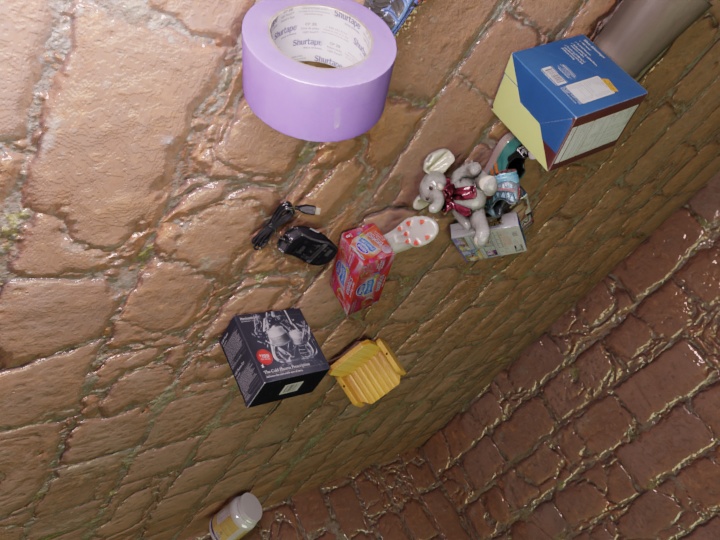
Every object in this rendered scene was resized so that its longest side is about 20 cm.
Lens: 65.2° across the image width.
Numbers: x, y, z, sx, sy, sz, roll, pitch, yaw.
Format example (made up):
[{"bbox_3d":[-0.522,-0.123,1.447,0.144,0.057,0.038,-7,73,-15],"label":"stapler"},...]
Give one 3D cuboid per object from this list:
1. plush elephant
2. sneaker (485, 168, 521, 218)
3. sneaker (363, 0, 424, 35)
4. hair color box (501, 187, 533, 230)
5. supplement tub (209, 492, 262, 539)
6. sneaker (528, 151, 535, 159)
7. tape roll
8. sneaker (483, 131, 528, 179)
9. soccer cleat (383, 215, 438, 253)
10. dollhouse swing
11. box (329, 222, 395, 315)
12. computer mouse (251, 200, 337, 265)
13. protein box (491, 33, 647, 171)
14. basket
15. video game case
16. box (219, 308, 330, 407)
[{"bbox_3d":[0.196,-0.170,1.230,0.150,0.203,0.167,-5,134,-5],"label":"plush elephant"},{"bbox_3d":[0.292,-0.165,1.331,0.078,0.098,0.198,-17,179,-36],"label":"sneaker"},{"bbox_3d":[0.077,-0.404,0.803,0.078,0.076,0.200,-1,140,-51],"label":"sneaker"},{"bbox_3d":[0.419,-0.161,1.572,0.099,0.061,0.200,-37,152,7],"label":"hair color box"},{"bbox_3d":[-0.522,1.045,2.365,0.199,0.147,0.145,-41,152,14],"label":"supplement tub"},{"bbox_3d":[0.425,-0.336,1.292,0.071,0.114,0.200,-4,-158,29],"label":"sneaker"},{"bbox_3d":[-0.055,-0.268,0.732,0.196,0.202,0.086,-20,151,-24],"label":"tape roll"},{"bbox_3d":[0.346,-0.230,1.358,0.070,0.081,0.202,-21,150,-21],"label":"sneaker"},{"bbox_3d":[0.109,-0.081,1.315,0.198,0.071,0.077,-22,178,43],"label":"soccer cleat"},{"bbox_3d":[0.019,0.337,1.824,0.198,0.184,0.176,-37,173,8],"label":"dollhouse swing"},{"bbox_3d":[0.000,0.000,1.326,0.094,0.101,0.202,-19,149,-25],"label":"box"},{"bbox_3d":[-0.112,-0.082,1.138,0.197,0.047,0.141,14,131,-41],"label":"computer mouse"},{"bbox_3d":[0.411,-0.339,1.127,0.196,0.201,0.136,-21,151,-22],"label":"protein box"},{"bbox_3d":[0.575,-0.494,1.143,0.177,0.138,0.201,-1,143,-40],"label":"basket"},{"bbox_3d":[0.355,-0.090,1.550,0.177,0.047,0.200,-11,158,19],"label":"video game case"},{"bbox_3d":[-0.203,0.200,1.333,0.197,0.184,0.105,-3,141,-45],"label":"box"}]
